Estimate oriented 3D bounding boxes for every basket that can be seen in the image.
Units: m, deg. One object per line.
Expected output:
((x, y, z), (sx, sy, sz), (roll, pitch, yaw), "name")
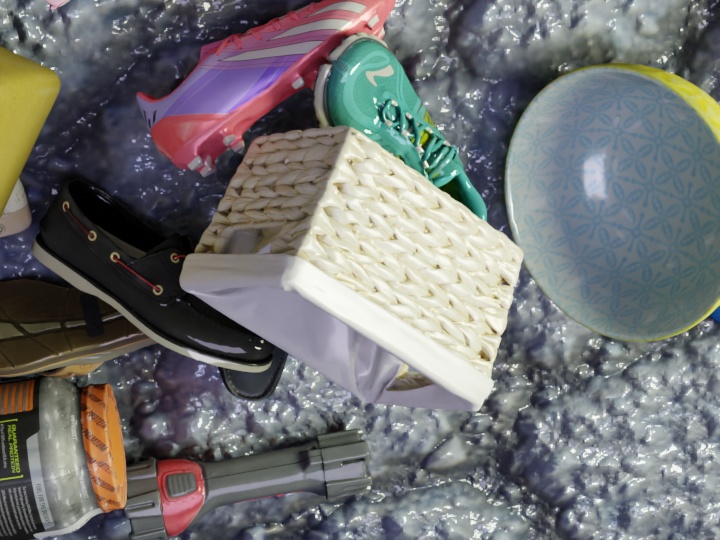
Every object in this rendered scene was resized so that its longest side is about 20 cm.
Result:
((0.000, 0.000, 1.170), (0.199, 0.135, 0.125), (34, 69, -34), "basket")

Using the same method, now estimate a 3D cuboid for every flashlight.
((-0.092, 0.172, 1.359), (0.197, 0.068, 0.069), (-9, 115, -7), "flashlight")

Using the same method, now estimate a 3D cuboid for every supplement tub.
((-0.283, 0.147, 1.287), (0.197, 0.123, 0.124), (-8, 119, -1), "supplement tub")

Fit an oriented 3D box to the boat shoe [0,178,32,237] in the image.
((-0.337, -0.028, 1.218), (0.198, 0.072, 0.066), (-17, 118, -3), "boat shoe")

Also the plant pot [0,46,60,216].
((-0.315, -0.080, 1.074), (0.194, 0.200, 0.196), (25, 89, -12), "plant pot")

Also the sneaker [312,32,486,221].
((0.035, -0.093, 1.191), (0.078, 0.079, 0.200), (-52, 138, -11), "sneaker")

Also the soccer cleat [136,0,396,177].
((-0.066, -0.149, 1.190), (0.199, 0.067, 0.077), (-38, 81, 4), "soccer cleat")

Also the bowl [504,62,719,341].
((0.214, -0.058, 1.229), (0.107, 0.199, 0.202), (-20, 131, -46), "bowl")

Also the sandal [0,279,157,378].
((-0.215, 0.047, 1.277), (0.197, 0.081, 0.054), (-9, 143, -7), "sandal")

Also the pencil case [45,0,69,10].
((-0.159, -0.260, 1.107), (0.200, 0.088, 0.087), (-40, 115, 15), "pencil case")

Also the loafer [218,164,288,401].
((-0.079, 0.015, 1.269), (0.067, 0.071, 0.203), (3, 118, -7), "loafer")

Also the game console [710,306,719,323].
((0.404, 0.001, 1.347), (0.199, 0.118, 0.172), (30, 80, -21), "game console")

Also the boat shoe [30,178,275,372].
((-0.144, 0.005, 1.223), (0.200, 0.074, 0.064), (32, 110, 10), "boat shoe")
